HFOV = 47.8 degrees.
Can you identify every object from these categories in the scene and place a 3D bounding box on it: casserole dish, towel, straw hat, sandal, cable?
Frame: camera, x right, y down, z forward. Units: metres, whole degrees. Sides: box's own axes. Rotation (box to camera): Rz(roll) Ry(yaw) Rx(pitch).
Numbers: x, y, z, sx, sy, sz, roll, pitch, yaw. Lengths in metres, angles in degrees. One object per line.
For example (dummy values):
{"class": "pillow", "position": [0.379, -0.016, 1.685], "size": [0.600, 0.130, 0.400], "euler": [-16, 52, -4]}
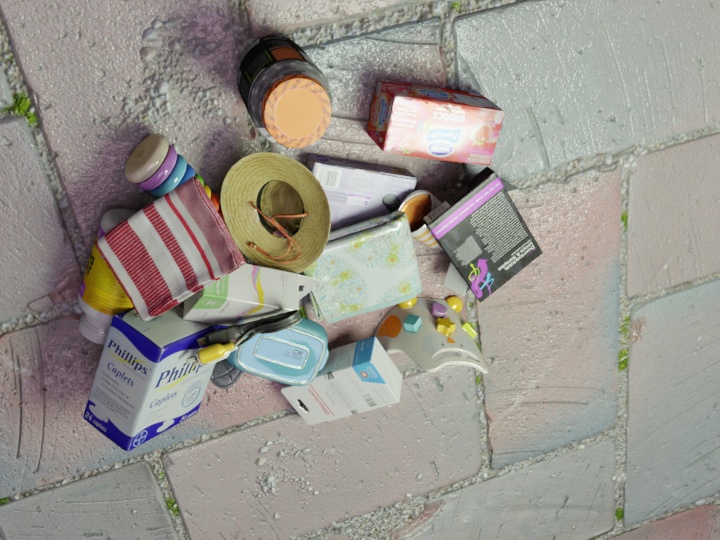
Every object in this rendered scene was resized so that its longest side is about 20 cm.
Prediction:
{"class": "casserole dish", "position": [-0.140, 0.136, 1.399], "size": [0.197, 0.039, 0.123], "euler": [19, 98, -25]}
{"class": "towel", "position": [-0.280, -0.027, 1.184], "size": [0.198, 0.023, 0.146], "euler": [-28, 98, 18]}
{"class": "towel", "position": [0.000, 0.000, 1.375], "size": [0.196, 0.049, 0.173], "euler": [-18, 134, -2]}
{"class": "straw hat", "position": [-0.121, -0.105, 1.287], "size": [0.197, 0.085, 0.205], "euler": [8, 119, 15]}
{"class": "sandal", "position": [0.142, -0.074, 1.408], "size": [0.205, 0.059, 0.080], "euler": [24, 102, -46]}
{"class": "cable", "position": [-0.172, 0.104, 1.264], "size": [0.196, 0.097, 0.051], "euler": [-15, 94, 15]}

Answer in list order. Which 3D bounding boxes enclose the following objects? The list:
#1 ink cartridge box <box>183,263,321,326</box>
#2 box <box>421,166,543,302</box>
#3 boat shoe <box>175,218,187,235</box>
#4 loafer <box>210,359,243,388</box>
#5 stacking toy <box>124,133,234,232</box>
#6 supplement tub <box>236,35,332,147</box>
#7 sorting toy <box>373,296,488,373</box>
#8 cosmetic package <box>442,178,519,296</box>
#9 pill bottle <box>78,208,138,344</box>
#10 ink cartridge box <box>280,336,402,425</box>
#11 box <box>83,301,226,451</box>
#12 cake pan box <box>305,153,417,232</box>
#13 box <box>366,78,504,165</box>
{"class": "ink cartridge box", "position": [-0.171, 0.046, 1.295], "size": [0.196, 0.069, 0.117], "euler": [11, 154, -25]}
{"class": "box", "position": [0.210, -0.057, 1.382], "size": [0.142, 0.036, 0.201], "euler": [-37, 122, 3]}
{"class": "boat shoe", "position": [-0.256, -0.044, 1.277], "size": [0.072, 0.076, 0.201], "euler": [-5, 157, -10]}
{"class": "loafer", "position": [-0.195, 0.118, 1.436], "size": [0.072, 0.063, 0.201], "euler": [39, 88, -4]}
{"class": "stacking toy", "position": [-0.271, -0.120, 1.274], "size": [0.085, 0.086, 0.200], "euler": [-41, 128, 7]}
{"class": "supplement tub", "position": [-0.110, -0.257, 1.174], "size": [0.120, 0.201, 0.125], "euler": [-7, 120, -13]}
{"class": "sorting toy", "position": [0.148, 0.133, 1.477], "size": [0.196, 0.181, 0.109], "euler": [4, 117, -20]}
{"class": "cosmetic package", "position": [0.216, -0.059, 1.452], "size": [0.082, 0.050, 0.203], "euler": [-21, 134, -56]}
{"class": "pill bottle", "position": [-0.384, 0.013, 1.284], "size": [0.102, 0.105, 0.203], "euler": [15, 111, -24]}
{"class": "ink cartridge box", "position": [-0.035, 0.206, 1.498], "size": [0.197, 0.067, 0.117], "euler": [-18, 125, 24]}
{"class": "box", "position": [-0.329, 0.159, 1.324], "size": [0.104, 0.183, 0.203], "euler": [30, 113, 18]}
{"class": "cake pan box", "position": [-0.020, -0.092, 1.380], "size": [0.196, 0.052, 0.188], "euler": [5, 113, -20]}
{"class": "box", "position": [0.119, -0.240, 1.317], "size": [0.196, 0.100, 0.097], "euler": [3, 116, -20]}
